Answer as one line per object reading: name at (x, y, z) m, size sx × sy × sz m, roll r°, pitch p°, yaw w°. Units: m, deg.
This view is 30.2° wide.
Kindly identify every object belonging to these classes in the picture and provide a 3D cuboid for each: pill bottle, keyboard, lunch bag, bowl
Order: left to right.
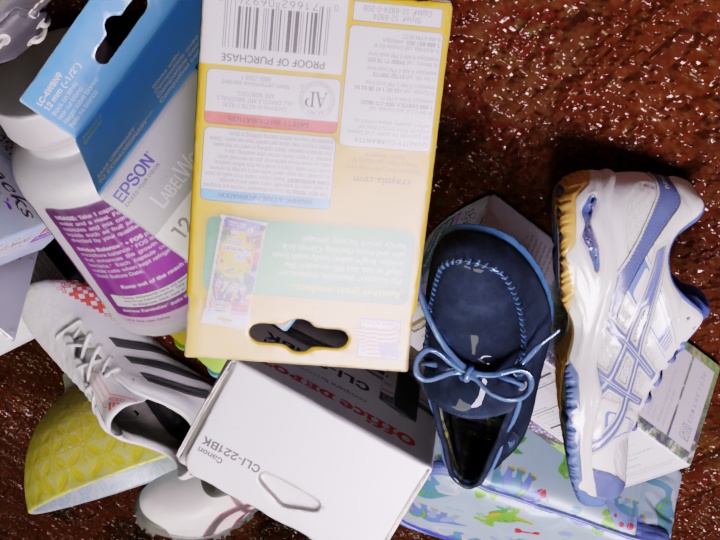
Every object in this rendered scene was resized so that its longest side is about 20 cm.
keyboard at (-0.253, -0.021, 0.953) m, size 0.011 × 0.201 × 0.056 m, roll -31°, pitch 119°, yaw 14°
pill bottle at (-0.159, -0.058, 0.879) m, size 0.111 × 0.113 × 0.201 m, roll 7°, pitch 144°, yaw 29°
bowl at (-0.208, 0.131, 1.173) m, size 0.200 × 0.199 × 0.108 m, roll -34°, pitch 72°, yaw 55°
lunch bag at (0.125, 0.167, 0.996) m, size 0.199 × 0.083 × 0.161 m, roll 19°, pitch 154°, yaw -8°

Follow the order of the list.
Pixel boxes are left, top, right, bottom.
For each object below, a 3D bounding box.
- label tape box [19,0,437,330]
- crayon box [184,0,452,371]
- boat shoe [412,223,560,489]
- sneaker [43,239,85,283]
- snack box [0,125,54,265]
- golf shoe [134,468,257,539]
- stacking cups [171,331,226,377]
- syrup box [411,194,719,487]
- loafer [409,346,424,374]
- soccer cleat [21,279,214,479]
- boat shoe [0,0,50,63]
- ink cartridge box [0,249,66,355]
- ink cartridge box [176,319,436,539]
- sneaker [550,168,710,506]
label tape box at (-0.077, -0.083, 0.757) m, size 0.199 × 0.066 × 0.143 m, roll 36°, pitch 106°, yaw -17°
crayon box at (-0.026, -0.052, 0.710) m, size 0.125 × 0.052 × 0.202 m, roll 4°, pitch 109°, yaw -5°
boat shoe at (0.074, 0.059, 0.763) m, size 0.084 × 0.069 × 0.201 m, roll 10°, pitch 143°, yaw 23°
sneaker at (-0.308, -0.040, 1.085) m, size 0.199 × 0.072 × 0.083 m, roll 23°, pitch -177°, yaw -1°
snack box at (-0.281, -0.063, 0.858) m, size 0.053 × 0.200 × 0.143 m, roll -38°, pitch 90°, yaw 19°
golf shoe at (-0.102, 0.177, 1.167) m, size 0.198 × 0.078 × 0.088 m, roll -10°, pitch 137°, yaw -11°
stacking cups at (-0.088, 0.071, 1.078) m, size 0.060 × 0.061 × 0.200 m, roll -7°, pitch 140°, yaw 43°
syrup box at (0.124, 0.049, 0.852) m, size 0.199 × 0.079 × 0.081 m, roll 35°, pitch 148°, yaw -13°
loafer at (0.000, 0.000, 0.887) m, size 0.199 × 0.077 × 0.067 m, roll 28°, pitch 149°, yaw -21°
soccer cleat at (-0.171, 0.075, 0.946) m, size 0.199 × 0.085 × 0.069 m, roll 36°, pitch 119°, yaw 10°
boat shoe at (-0.216, -0.146, 0.770) m, size 0.199 × 0.074 × 0.060 m, roll -33°, pitch 130°, yaw 10°
ink cartridge box at (-0.341, -0.013, 1.020) m, size 0.173 × 0.044 × 0.201 m, roll -25°, pitch 113°, yaw 24°
ink cartridge box at (-0.025, 0.090, 0.907) m, size 0.144 × 0.200 × 0.084 m, roll 29°, pitch 109°, yaw -3°
sneaker at (0.154, 0.043, 0.753) m, size 0.087 × 0.075 × 0.202 m, roll -2°, pitch 111°, yaw 2°
